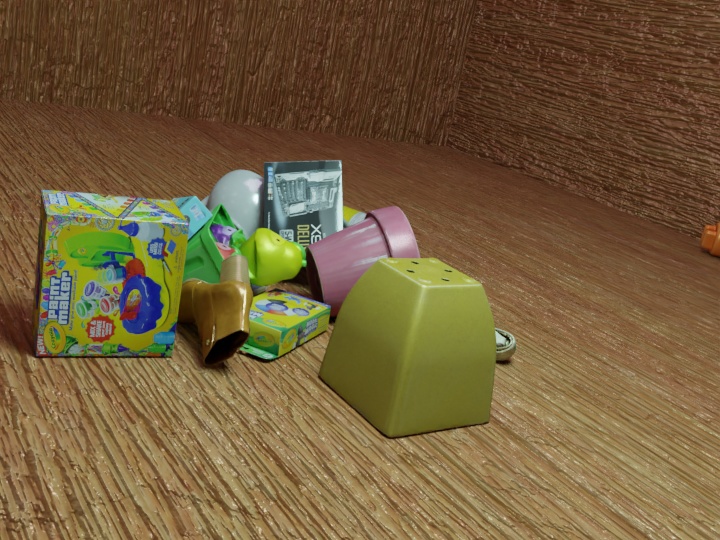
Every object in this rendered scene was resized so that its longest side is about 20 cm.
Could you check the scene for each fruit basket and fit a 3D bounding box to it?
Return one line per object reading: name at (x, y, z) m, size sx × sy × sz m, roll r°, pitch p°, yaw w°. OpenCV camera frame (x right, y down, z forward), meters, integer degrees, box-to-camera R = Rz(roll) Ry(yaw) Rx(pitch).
fruit basket at (-0.202, -0.031, 1.380) m, size 0.213 × 0.157 × 0.216 m, roll -24°, pitch 17°, yaw 8°

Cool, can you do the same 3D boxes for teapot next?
teapot at (-0.245, -0.096, 1.677) m, size 0.199 × 0.198 × 0.147 m, roll -17°, pitch 28°, yaw 54°

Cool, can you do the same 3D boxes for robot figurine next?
robot figurine at (1.257, -0.093, 2.745) m, size 0.196 × 0.119 × 0.144 m, roll 14°, pitch -5°, yaw 13°

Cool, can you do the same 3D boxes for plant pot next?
plant pot at (0.000, 0.000, 1.465) m, size 0.176 × 0.204 × 0.200 m, roll -13°, pitch 23°, yaw -14°
plant pot at (0.080, 0.093, 1.169) m, size 0.191 × 0.204 × 0.195 m, roll -1°, pitch 21°, yaw -35°

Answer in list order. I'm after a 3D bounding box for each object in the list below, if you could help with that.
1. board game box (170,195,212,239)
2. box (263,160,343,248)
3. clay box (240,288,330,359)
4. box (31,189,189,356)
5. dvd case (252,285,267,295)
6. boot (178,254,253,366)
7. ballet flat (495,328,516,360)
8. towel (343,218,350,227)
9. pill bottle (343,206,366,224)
board game box at (-0.344, -0.060, 1.401) m, size 0.047 × 0.151 × 0.199 m, roll 48°, pitch -15°, yaw -18°
box at (-0.110, -0.110, 1.586) m, size 0.154 × 0.204 × 0.050 m, roll -1°, pitch -13°, yaw 0°
clay box at (-0.142, 0.084, 1.319) m, size 0.113 × 0.049 × 0.199 m, roll 17°, pitch 16°, yaw 20°
box at (-0.359, 0.006, 1.157) m, size 0.189 × 0.204 × 0.122 m, roll 2°, pitch 19°, yaw -26°
dvd case at (-0.276, 0.030, 1.463) m, size 0.146 × 0.016 × 0.200 m, roll 18°, pitch 18°, yaw 18°
boot at (-0.230, 0.079, 1.213) m, size 0.070 × 0.200 × 0.146 m, roll 25°, pitch 47°, yaw -34°
ballet flat at (0.178, 0.104, 1.418) m, size 0.196 × 0.069 × 0.063 m, roll 13°, pitch -20°, yaw 5°
towel at (-0.120, -0.114, 1.744) m, size 0.199 × 0.035 × 0.191 m, roll 36°, pitch -25°, yaw -30°
pill bottle at (0.001, -0.077, 1.850) m, size 0.198 × 0.106 × 0.104 m, roll 22°, pitch 19°, yaw 30°
